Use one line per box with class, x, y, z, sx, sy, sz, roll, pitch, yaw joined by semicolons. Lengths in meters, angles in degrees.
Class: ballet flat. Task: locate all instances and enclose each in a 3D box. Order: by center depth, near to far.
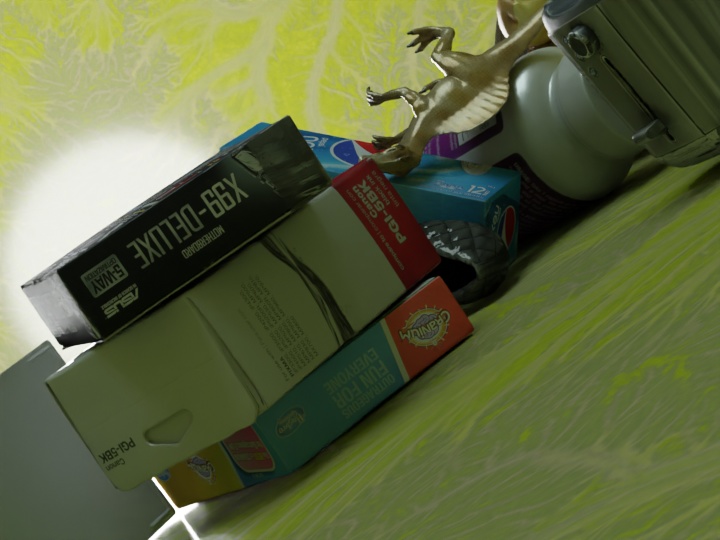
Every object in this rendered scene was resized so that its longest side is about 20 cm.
ballet flat;0.000;0.000;1.505;0.200;0.067;0.057;-9;3;22

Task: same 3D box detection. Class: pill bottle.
pill bottle;0.119;-0.087;1.600;0.200;0.112;0.112;-30;6;47

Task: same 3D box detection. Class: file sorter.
file sorter;-0.236;0.161;1.416;0.125;0.139;0.200;-35;3;28

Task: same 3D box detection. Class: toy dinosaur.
toy dinosaur;0.070;-0.127;1.559;0.200;0.058;0.101;-45;36;-11

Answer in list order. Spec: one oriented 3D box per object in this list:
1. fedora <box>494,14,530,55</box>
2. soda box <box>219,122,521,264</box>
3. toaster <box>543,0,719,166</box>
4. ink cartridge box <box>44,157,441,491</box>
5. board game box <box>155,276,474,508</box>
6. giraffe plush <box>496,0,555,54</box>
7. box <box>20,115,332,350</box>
fedora;0.204;-0.181;1.894;0.090;0.177;0.200;7;10;38
soda box;0.005;-0.045;1.568;0.200;0.068;0.064;12;26;22
toaster;0.215;-0.153;1.355;0.200;0.129;0.114;-37;5;-26
ink cartridge box;-0.068;0.030;1.369;0.147;0.083;0.200;-30;6;41
board game box;-0.036;0.078;1.429;0.153;0.040;0.200;-37;5;-25
giraffe plush;0.230;-0.202;1.765;0.200;0.173;0.162;-19;11;45
box;-0.112;-0.019;1.348;0.158;0.050;0.200;-35;5;-14
